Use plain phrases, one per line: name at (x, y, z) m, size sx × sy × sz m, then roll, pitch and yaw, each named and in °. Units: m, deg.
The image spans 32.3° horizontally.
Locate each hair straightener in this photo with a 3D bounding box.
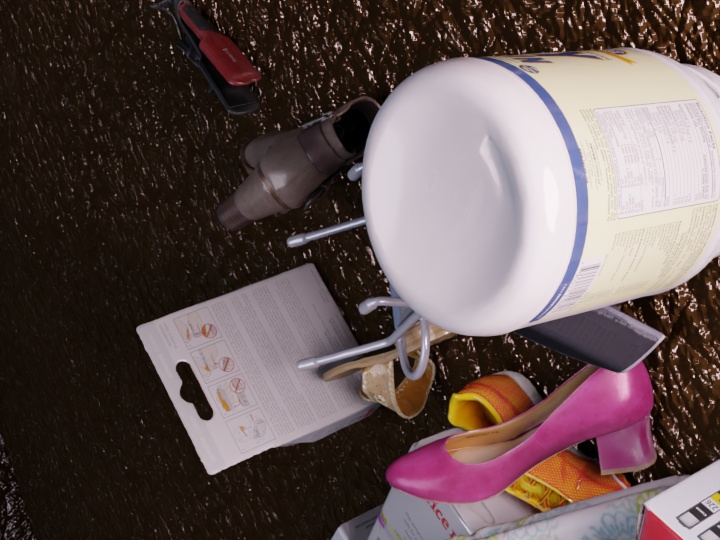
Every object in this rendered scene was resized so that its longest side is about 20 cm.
hair straightener at (-0.162, -0.214, 1.263) m, size 0.200 × 0.041 × 0.077 m, roll 46°, pitch 145°, yaw 35°

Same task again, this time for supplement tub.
supplement tub at (0.117, -0.049, 0.691) m, size 0.145 × 0.200 × 0.145 m, roll 15°, pitch 110°, yaw 48°

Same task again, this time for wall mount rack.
wall mount rack at (0.000, 0.000, 1.024) m, size 0.174 × 0.074 × 0.200 m, roll 132°, pitch 137°, yaw -62°

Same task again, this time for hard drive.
hard drive at (0.100, 0.016, 0.863) m, size 0.200 × 0.135 × 0.042 m, roll 23°, pitch 88°, yaw 60°

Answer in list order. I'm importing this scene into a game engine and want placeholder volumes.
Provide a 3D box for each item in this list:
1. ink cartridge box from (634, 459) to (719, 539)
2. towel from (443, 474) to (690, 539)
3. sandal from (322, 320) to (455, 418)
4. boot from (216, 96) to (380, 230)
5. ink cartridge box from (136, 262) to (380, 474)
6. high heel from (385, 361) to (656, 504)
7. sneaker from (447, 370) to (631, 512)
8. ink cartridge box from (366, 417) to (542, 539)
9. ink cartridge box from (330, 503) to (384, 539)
ink cartridge box at (0.248, 0.199, 0.680) m, size 0.200 × 0.175 × 0.084 m, roll 41°, pitch 142°, yaw 40°
towel at (0.169, 0.248, 0.880) m, size 0.200 × 0.048 × 0.171 m, roll -21°, pitch 92°, yaw 19°
sandal at (0.036, 0.096, 1.093) m, size 0.212 × 0.078 × 0.070 m, roll -35°, pitch 76°, yaw 56°
boot at (-0.040, -0.103, 1.071) m, size 0.146 × 0.200 × 0.070 m, roll -31°, pitch 107°, yaw 29°
ink cartridge box at (-0.096, 0.097, 1.191) m, size 0.162 × 0.200 × 0.050 m, roll 60°, pitch 151°, yaw 16°
high heel at (0.107, 0.107, 0.882) m, size 0.200 × 0.067 × 0.096 m, roll -8°, pitch 114°, yaw 18°
sneaker at (0.141, 0.160, 0.951) m, size 0.200 × 0.077 × 0.073 m, roll 43°, pitch 141°, yaw 37°
ink cartridge box at (0.085, 0.241, 1.037) m, size 0.145 × 0.085 × 0.200 m, roll 54°, pitch 146°, yaw 29°
ink cartridge box at (0.043, 0.351, 1.245) m, size 0.200 × 0.084 × 0.146 m, roll 57°, pitch 150°, yaw 21°
